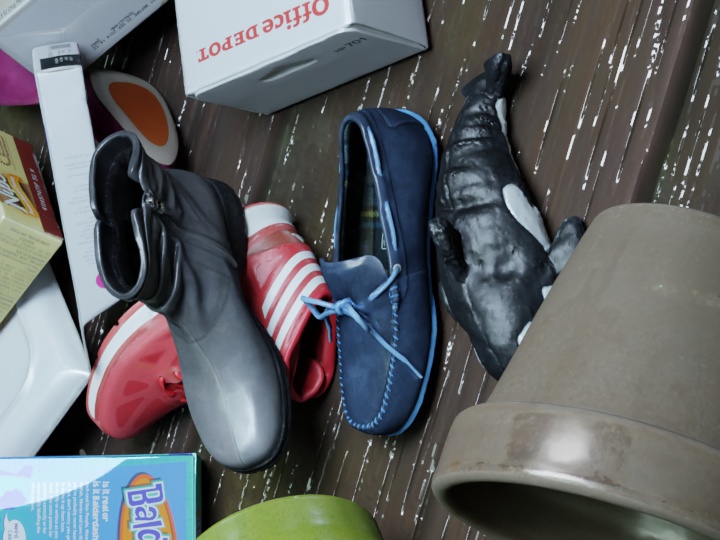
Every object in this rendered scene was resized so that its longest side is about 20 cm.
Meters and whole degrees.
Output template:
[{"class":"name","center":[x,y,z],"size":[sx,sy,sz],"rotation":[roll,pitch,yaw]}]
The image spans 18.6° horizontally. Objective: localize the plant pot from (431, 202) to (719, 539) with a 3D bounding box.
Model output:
[{"class":"plant pot","center":[0.153,0.064,1.158],"size":[0.199,0.200,0.176],"rotation":[4,69,39]}]

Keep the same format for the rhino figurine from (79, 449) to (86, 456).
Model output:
[{"class":"rhino figurine","center":[-0.241,0.209,1.523],"size":[0.087,0.060,0.201],"rotation":[36,102,34]}]

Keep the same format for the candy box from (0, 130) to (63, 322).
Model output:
[{"class":"candy box","center":[-0.295,0.007,1.545],"size":[0.200,0.055,0.116],"rotation":[-50,38,21]}]

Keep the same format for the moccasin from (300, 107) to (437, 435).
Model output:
[{"class":"moccasin","center":[0.000,0.000,1.349],"size":[0.080,0.068,0.202],"rotation":[-8,79,44]}]

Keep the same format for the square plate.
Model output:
[{"class":"square plate","center":[-0.276,0.080,1.556],"size":[0.200,0.028,0.199],"rotation":[-51,41,19]}]

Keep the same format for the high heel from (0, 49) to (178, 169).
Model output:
[{"class":"high heel","center":[-0.194,-0.105,1.532],"size":[0.096,0.067,0.200],"rotation":[-58,46,23]}]

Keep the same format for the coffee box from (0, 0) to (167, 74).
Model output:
[{"class":"coffee box","center":[-0.216,-0.238,1.513],"size":[0.113,0.080,0.201],"rotation":[-38,48,12]}]

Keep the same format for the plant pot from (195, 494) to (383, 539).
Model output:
[{"class":"plant pot","center":[-0.027,0.244,1.276],"size":[0.200,0.200,0.194],"rotation":[-42,48,27]}]

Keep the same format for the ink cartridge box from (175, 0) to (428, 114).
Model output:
[{"class":"ink cartridge box","center":[-0.047,-0.220,1.410],"size":[0.146,0.086,0.202],"rotation":[-18,74,36]}]

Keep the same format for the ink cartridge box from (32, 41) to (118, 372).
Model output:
[{"class":"ink cartridge box","center":[-0.183,-0.044,1.439],"size":[0.095,0.037,0.202],"rotation":[-123,26,-72]}]

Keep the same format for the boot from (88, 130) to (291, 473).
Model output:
[{"class":"boot","center":[-0.112,0.024,1.324],"size":[0.069,0.131,0.201],"rotation":[-24,72,19]}]

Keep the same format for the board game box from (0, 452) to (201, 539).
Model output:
[{"class":"board game box","center":[-0.203,0.198,1.432],"size":[0.198,0.045,0.153],"rotation":[0,81,1]}]

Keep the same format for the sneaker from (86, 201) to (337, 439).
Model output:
[{"class":"sneaker","center":[-0.093,0.062,1.413],"size":[0.200,0.078,0.116],"rotation":[-51,55,23]}]

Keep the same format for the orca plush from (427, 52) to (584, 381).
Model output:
[{"class":"orca plush","center":[0.074,-0.030,1.294],"size":[0.105,0.071,0.202],"rotation":[-1,83,39]}]
